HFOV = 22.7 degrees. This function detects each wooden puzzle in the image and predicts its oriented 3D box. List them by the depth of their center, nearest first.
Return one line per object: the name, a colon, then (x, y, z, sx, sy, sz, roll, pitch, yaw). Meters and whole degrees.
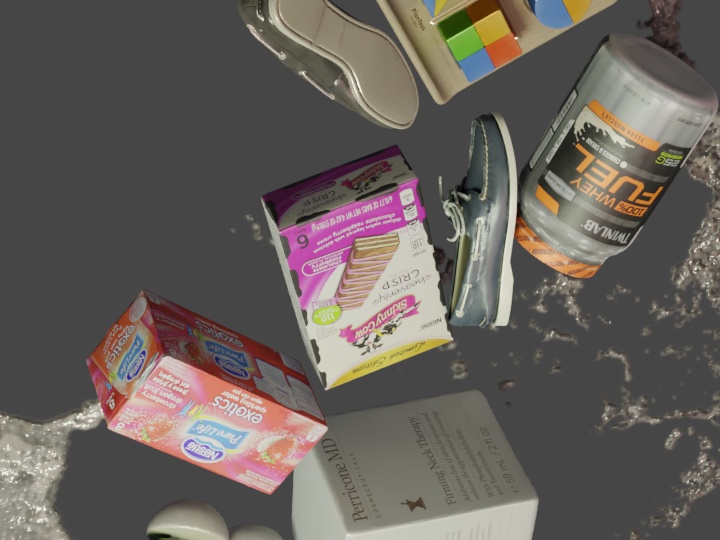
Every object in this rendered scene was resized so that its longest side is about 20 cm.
wooden puzzle: (0.117, -0.247, 1.504, 0.199, 0.046, 0.186, -32, 131, 3)

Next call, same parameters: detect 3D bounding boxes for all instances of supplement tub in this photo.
supplement tub: (0.222, -0.101, 1.610, 0.121, 0.123, 0.201, 14, 120, -30)

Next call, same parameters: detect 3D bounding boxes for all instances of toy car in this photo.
toy car: (-0.168, 0.334, 1.783, 0.199, 0.177, 0.149, 27, 149, -36)

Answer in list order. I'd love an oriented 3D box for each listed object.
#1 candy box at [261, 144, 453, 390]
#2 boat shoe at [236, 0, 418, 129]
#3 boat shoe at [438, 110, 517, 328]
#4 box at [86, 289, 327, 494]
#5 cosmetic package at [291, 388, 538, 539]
candy box: (0.000, 0.000, 1.637, 0.135, 0.061, 0.201, -21, 131, -7)
boat shoe: (-0.025, -0.184, 1.498, 0.200, 0.057, 0.067, 37, 71, -42)
boat shoe: (0.105, -0.044, 1.626, 0.061, 0.075, 0.202, -3, 114, -7)
box: (-0.140, 0.113, 1.641, 0.199, 0.100, 0.096, 27, 112, -36)
cosmetic package: (0.049, 0.245, 1.775, 0.198, 0.168, 0.168, -9, 130, -17)
